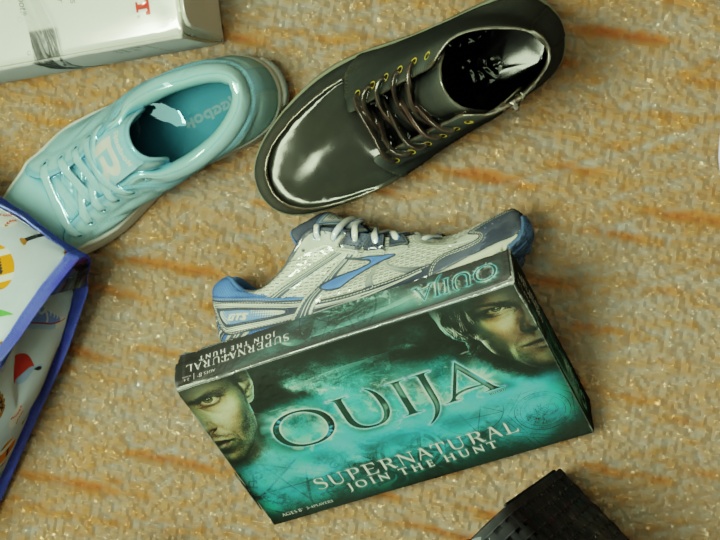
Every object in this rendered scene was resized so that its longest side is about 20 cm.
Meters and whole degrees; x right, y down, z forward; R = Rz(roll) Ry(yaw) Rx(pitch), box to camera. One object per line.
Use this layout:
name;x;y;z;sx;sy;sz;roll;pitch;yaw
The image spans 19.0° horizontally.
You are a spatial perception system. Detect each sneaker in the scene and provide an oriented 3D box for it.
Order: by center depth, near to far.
sneaker;0.019;-0.091;1.186;0.199;0.106;0.075;-32;95;13
sneaker;0.000;0.000;1.218;0.199;0.077;0.086;-24;79;12
sneaker;-0.140;-0.070;1.247;0.200;0.082;0.074;-33;82;13

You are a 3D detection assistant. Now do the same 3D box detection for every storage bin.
storage bin;0.078;0.191;1.134;0.094;0.200;0.135;44;101;9

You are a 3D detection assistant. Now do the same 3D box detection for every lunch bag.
lunch bag;-0.268;0.038;1.258;0.170;0.124;0.201;30;102;12

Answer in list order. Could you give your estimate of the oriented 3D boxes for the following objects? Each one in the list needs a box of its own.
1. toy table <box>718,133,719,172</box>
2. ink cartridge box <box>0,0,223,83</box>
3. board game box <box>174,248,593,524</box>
toy table;0.274;-0.097;1.116;0.200;0.117;0.184;-45;77;9
ink cartridge box;-0.190;-0.188;1.256;0.199;0.084;0.147;-7;90;14
board game box;0.014;0.069;1.193;0.199;0.135;0.028;-18;44;15
